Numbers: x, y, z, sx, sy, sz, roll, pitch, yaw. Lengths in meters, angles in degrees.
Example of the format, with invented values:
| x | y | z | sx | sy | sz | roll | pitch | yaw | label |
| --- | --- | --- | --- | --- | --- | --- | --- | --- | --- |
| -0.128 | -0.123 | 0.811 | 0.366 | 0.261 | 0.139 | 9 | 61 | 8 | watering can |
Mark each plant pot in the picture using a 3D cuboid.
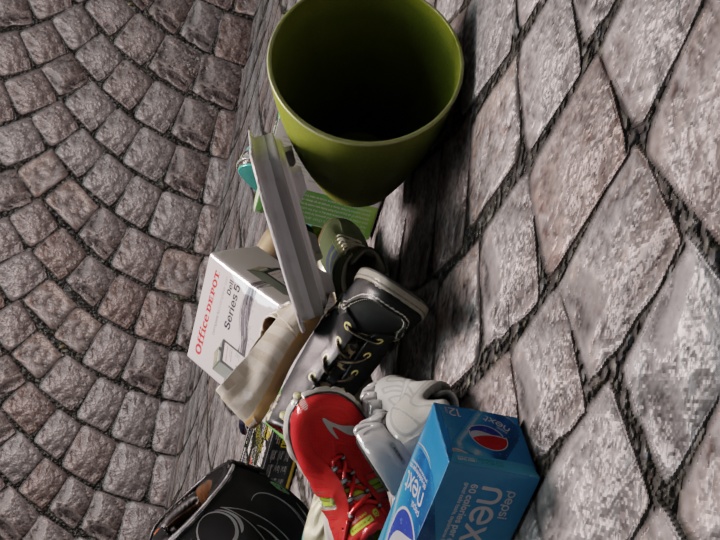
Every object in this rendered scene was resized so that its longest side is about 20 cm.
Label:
| x | y | z | sx | sy | sz | roll | pitch | yaw | label |
| --- | --- | --- | --- | --- | --- | --- | --- | --- | --- |
| 0.000 | -0.152 | 1.082 | 0.201 | 0.185 | 0.189 | 97 | 178 | -64 | plant pot |

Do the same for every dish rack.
| x | y | z | sx | sy | sz | roll | pitch | yaw | label |
| --- | --- | --- | --- | --- | --- | --- | --- | --- | --- |
| -0.066 | -0.048 | 1.024 | 0.200 | 0.043 | 0.173 | -116 | 9 | -73 | dish rack |

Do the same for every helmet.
| x | y | z | sx | sy | sz | roll | pitch | yaw | label |
| --- | --- | --- | --- | --- | --- | --- | --- | --- | --- |
| -0.130 | 0.328 | 1.151 | 0.200 | 0.191 | 0.200 | -42 | 7 | 7 | helmet |

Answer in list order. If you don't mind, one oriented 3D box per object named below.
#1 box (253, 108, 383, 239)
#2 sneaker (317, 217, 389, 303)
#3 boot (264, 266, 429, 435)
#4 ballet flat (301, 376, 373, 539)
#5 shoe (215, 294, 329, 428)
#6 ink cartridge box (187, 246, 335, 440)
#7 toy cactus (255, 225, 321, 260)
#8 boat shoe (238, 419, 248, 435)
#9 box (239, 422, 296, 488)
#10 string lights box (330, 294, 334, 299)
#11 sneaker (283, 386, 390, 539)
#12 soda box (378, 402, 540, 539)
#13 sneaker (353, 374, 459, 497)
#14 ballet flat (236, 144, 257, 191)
| x | y | z | sx | sy | sz | roll | pitch | yaw | label |
| --- | --- | --- | --- | --- | --- | --- | --- | --- | --- |
| -0.031 | -0.143 | 1.215 | 0.036 | 0.143 | 0.202 | -95 | 21 | -62 | box |
| 0.000 | 0.000 | 1.147 | 0.090 | 0.066 | 0.202 | 116 | 155 | -43 | sneaker |
| -0.015 | 0.085 | 0.955 | 0.155 | 0.073 | 0.204 | -58 | 5 | -15 | boot |
| -0.007 | 0.197 | 1.044 | 0.069 | 0.069 | 0.203 | -165 | 84 | -76 | ballet flat |
| -0.083 | 0.069 | 1.071 | 0.070 | 0.053 | 0.201 | -55 | 5 | 45 | shoe |
| -0.102 | 0.082 | 1.240 | 0.199 | 0.084 | 0.147 | 33 | 117 | 34 | ink cartridge box |
| -0.075 | -0.055 | 1.356 | 0.165 | 0.102 | 0.200 | -50 | -5 | -12 | toy cactus |
| -0.150 | 0.173 | 1.623 | 0.201 | 0.074 | 0.094 | 106 | 161 | -50 | boat shoe |
| -0.126 | 0.248 | 1.490 | 0.160 | 0.049 | 0.202 | -113 | 36 | -62 | box |
| -0.065 | 0.071 | 1.362 | 0.201 | 0.058 | 0.104 | 116 | 160 | -46 | string lights box |
| -0.003 | 0.188 | 0.903 | 0.085 | 0.076 | 0.202 | 43 | 156 | 63 | sneaker |
| 0.055 | 0.196 | 0.755 | 0.064 | 0.067 | 0.202 | -102 | 27 | -59 | soda box |
| 0.046 | 0.122 | 0.875 | 0.081 | 0.076 | 0.200 | -34 | 5 | 5 | sneaker |
| -0.098 | -0.104 | 1.463 | 0.201 | 0.071 | 0.073 | 54 | -155 | -40 | ballet flat |
